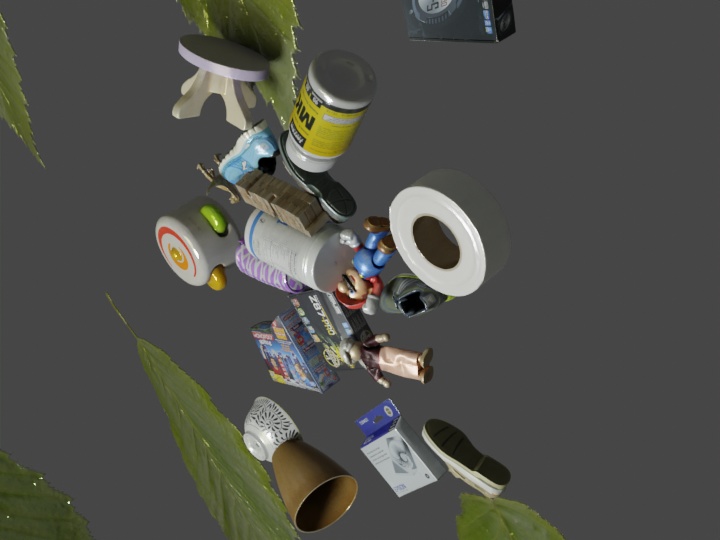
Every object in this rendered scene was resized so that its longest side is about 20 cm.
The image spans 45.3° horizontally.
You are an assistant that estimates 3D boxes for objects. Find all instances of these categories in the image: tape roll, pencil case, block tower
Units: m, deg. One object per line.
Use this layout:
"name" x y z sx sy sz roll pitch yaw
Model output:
"tape roll" 0.142 -0.061 1.397 0.202 0.071 0.203 32 142 30
"pencil case" -0.184 -0.012 1.835 0.200 0.084 0.086 16 139 45
"block tower" -0.149 -0.131 1.625 0.200 0.054 0.058 29 158 37

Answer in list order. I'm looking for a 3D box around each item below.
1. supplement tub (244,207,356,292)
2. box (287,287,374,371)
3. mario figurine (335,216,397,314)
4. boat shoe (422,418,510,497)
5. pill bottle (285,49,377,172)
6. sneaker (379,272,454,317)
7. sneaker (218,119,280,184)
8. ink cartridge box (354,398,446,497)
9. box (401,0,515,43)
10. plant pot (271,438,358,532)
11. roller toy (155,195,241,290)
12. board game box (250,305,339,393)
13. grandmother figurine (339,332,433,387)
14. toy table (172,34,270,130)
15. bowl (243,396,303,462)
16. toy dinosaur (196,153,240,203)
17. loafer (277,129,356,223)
"supplement tub" -0.116 -0.051 1.673 0.200 0.132 0.132 25 137 35
"box" -0.051 0.117 1.815 0.161 0.049 0.200 -12 110 51
"mario figurine" 0.000 0.000 1.577 0.106 0.124 0.200 16 133 -8
"boat shoe" 0.200 0.377 1.708 0.200 0.075 0.068 37 138 23
"pill bottle" -0.054 -0.257 1.429 0.114 0.114 0.200 47 146 11
"sneaker" 0.086 0.047 1.551 0.200 0.081 0.074 -21 101 57
"sneaker" -0.215 -0.212 1.707 0.090 0.078 0.200 49 148 -1
"ink cartridge box" 0.075 0.397 1.913 0.200 0.041 0.200 51 147 6
"box" 0.118 -0.407 1.144 0.160 0.044 0.200 18 132 42
"plant pot" -0.137 0.525 2.191 0.200 0.186 0.186 44 147 39
"roller toy" -0.373 -0.063 1.977 0.182 0.140 0.200 21 135 41
"board game box" -0.162 0.171 1.991 0.200 0.062 0.200 5 122 50
"grandmother figurine" 0.045 0.174 1.699 0.200 0.061 0.121 12 108 29
"toy table" -0.255 -0.341 1.566 0.200 0.184 0.117 42 130 40
"bowl" -0.252 0.447 2.319 0.201 0.094 0.201 32 140 32
"toy dinosaur" -0.289 -0.190 1.799 0.101 0.058 0.200 54 -176 8
"loafer" -0.090 -0.167 1.598 0.200 0.072 0.063 52 153 1
